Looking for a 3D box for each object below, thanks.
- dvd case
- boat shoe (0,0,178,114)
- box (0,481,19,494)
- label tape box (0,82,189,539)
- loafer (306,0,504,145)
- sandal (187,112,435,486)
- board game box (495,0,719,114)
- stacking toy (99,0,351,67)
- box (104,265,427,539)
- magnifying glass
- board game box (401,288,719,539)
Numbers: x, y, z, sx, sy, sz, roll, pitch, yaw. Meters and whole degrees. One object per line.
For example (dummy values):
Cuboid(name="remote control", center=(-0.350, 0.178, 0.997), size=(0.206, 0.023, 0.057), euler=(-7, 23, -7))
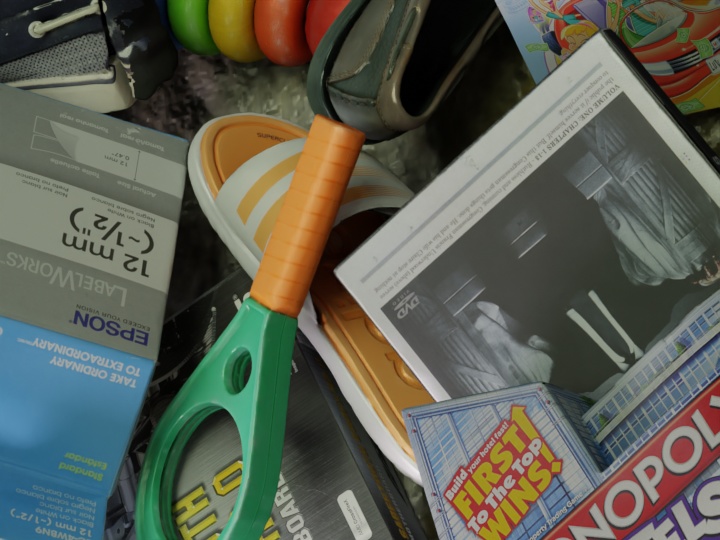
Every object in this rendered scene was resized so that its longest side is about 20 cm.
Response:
Cuboid(name="dvd case", center=(0.104, 0.030, 1.032), size=(0.150, 0.025, 0.200), euler=(-42, 81, 20))
Cuboid(name="boat shoe", center=(-0.182, -0.118, 1.181), size=(0.199, 0.093, 0.075), euler=(-5, 30, 21))
Cuboid(name="box", center=(-0.204, 0.183, 1.137), size=(0.199, 0.048, 0.159), euler=(-12, 74, 37))
Cuboid(name="label tape box", center=(-0.154, 0.011, 1.092), size=(0.201, 0.143, 0.066), euler=(-86, 19, -47))
Cuboid(name="loafer", center=(0.054, -0.136, 1.124), size=(0.201, 0.072, 0.063), euler=(-58, 28, -11))
Cuboid(name="sandal", center=(0.007, -0.002, 1.111), size=(0.207, 0.079, 0.059), euler=(53, 143, 23))
Cuboid(name="board game box", center=(0.151, -0.129, 1.051), size=(0.199, 0.135, 0.034), euler=(-11, 41, 24))
Cuboid(name="stacking toy", center=(-0.061, -0.126, 1.199), size=(0.199, 0.085, 0.086), euler=(18, 82, 24))
Cuboid(name="box", center=(-0.057, 0.120, 1.124), size=(0.158, 0.048, 0.201), euler=(-33, 61, 13))
Cuboid(name="magnifying glass", center=(-0.044, 0.034, 1.075), size=(0.080, 0.022, 0.201), euler=(30, 99, 53))
Cuboid(name="board game box", center=(0.107, 0.094, 0.948), size=(0.200, 0.062, 0.200), euler=(-46, 52, 20))
